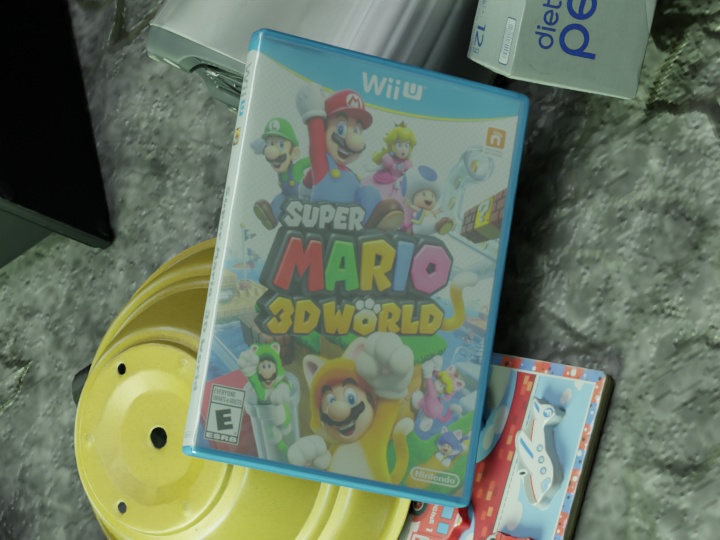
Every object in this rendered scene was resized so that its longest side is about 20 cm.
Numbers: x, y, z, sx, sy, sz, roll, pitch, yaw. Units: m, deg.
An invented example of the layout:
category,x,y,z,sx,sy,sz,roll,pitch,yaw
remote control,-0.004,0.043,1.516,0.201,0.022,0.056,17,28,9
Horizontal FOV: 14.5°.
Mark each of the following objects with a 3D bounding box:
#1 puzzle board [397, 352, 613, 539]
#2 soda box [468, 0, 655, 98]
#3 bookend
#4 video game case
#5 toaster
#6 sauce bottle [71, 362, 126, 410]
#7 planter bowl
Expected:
category,x,y,z,sx,sy,sz,roll,pitch,yaw
puzzle board,0.033,0.134,1.360,0.150,0.017,0.201,8,77,41
soda box,0.110,-0.187,1.331,0.063,0.068,0.201,-144,65,-70
bookend,-0.258,-0.065,1.630,0.198,0.092,0.201,-33,56,27
video game case,0.000,0.000,1.332,0.018,0.142,0.202,165,115,-68
toaster,-0.002,-0.126,1.428,0.199,0.113,0.130,26,88,36
sauce bottle,-0.063,0.027,1.453,0.199,0.066,0.066,-32,55,29
planter bowl,-0.077,0.080,1.371,0.199,0.083,0.202,-2,86,32
